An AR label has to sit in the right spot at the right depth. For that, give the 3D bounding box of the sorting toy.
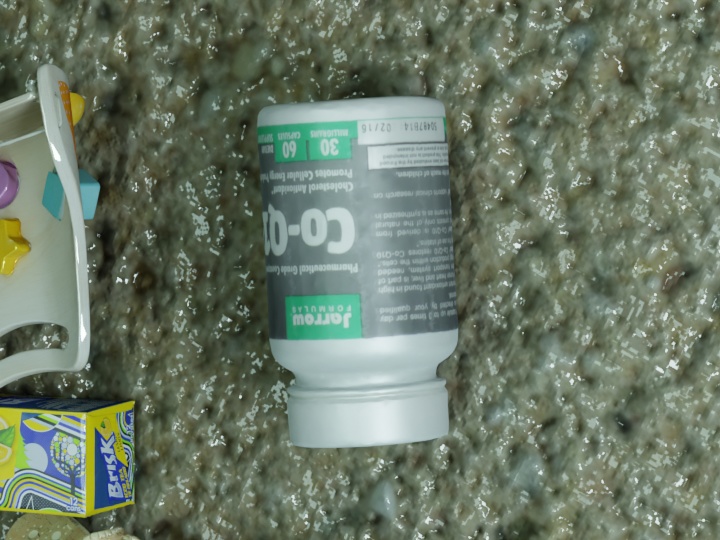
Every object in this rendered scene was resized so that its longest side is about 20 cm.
[{"bbox_3d":[-0.235,-0.011,1.722,0.200,0.107,0.180,-17,79,26],"label":"sorting toy"}]

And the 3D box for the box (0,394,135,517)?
[{"bbox_3d":[-0.246,0.116,1.769,0.200,0.064,0.070,2,94,26],"label":"box"}]

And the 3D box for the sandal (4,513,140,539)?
[{"bbox_3d":[-0.165,0.187,1.686,0.078,0.070,0.212,-48,42,-15],"label":"sandal"}]

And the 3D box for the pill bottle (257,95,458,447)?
[{"bbox_3d":[0.000,0.000,1.615,0.113,0.113,0.200,-3,91,26],"label":"pill bottle"}]
